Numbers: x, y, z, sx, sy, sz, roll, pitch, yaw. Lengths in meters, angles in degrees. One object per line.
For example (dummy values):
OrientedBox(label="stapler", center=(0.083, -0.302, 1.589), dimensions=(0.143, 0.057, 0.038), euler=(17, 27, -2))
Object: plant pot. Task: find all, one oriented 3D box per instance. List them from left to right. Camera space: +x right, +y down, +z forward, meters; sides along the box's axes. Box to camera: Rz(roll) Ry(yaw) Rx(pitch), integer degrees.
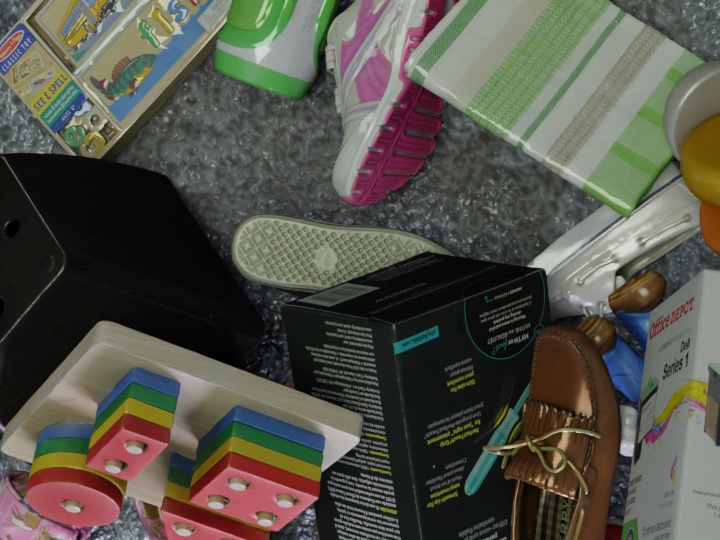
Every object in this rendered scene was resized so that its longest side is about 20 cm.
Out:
OrientedBox(label="plant pot", center=(-0.227, 0.028, 1.660), dimensions=(0.200, 0.177, 0.200), euler=(-48, 51, 13))

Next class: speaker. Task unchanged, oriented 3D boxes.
OrientedBox(label="speaker", center=(-0.045, -0.236, 1.680), dimensions=(0.088, 0.088, 0.202), euler=(21, 96, 16))

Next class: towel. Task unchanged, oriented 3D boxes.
OrientedBox(label="towel", center=(0.150, -0.139, 1.616), dimensions=(0.199, 0.031, 0.149), euler=(35, 66, 12))

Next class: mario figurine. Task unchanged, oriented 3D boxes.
OrientedBox(label="mario figurine", center=(0.247, 0.096, 1.566), dimensions=(0.123, 0.106, 0.200), euler=(-40, 95, 21))

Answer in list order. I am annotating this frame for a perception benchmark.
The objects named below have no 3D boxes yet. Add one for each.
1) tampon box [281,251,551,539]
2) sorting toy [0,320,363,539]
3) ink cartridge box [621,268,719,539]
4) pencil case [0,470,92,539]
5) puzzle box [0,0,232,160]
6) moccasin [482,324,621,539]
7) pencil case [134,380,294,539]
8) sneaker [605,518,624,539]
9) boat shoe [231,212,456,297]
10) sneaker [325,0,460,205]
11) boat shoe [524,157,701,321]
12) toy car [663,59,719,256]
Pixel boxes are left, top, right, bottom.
OrientedBox(label="tampon box", center=(0.050, 0.107, 1.581), dimensions=(0.126, 0.149, 0.202), euler=(10, 112, 50))
OrientedBox(label="sorting toy", center=(-0.132, 0.136, 1.536), dimensions=(0.199, 0.199, 0.070), euler=(21, 56, -19))
OrientedBox(label="ink cartridge box", center=(0.235, 0.113, 1.460), dimensions=(0.083, 0.145, 0.202), euler=(10, 76, -5))
OrientedBox(label="pencil case", center=(-0.290, 0.262, 1.773), dimensions=(0.082, 0.087, 0.201), euler=(26, 100, -16))
OrientedBox(label="puzzle box", center=(-0.191, -0.193, 1.761), dimensions=(0.200, 0.025, 0.133), euler=(-46, 78, 13))
OrientedBox(label="moccasin", center=(0.131, 0.138, 1.529), dimensions=(0.073, 0.077, 0.203), euler=(22, 113, 40))
OrientedBox(label="pencil case", center=(-0.080, 0.144, 1.696), dimensions=(0.199, 0.087, 0.083), euler=(-21, 123, 17))
OrientedBox(label="sneaker", center=(0.198, 0.211, 1.581), dimensions=(0.198, 0.116, 0.079), euler=(-12, 80, 6))
OrientedBox(label="boat shoe", center=(0.000, 0.000, 1.686), dimensions=(0.198, 0.062, 0.075), euler=(14, 90, 2))
OrientedBox(label="sneaker", center=(0.015, -0.149, 1.669), dimensions=(0.088, 0.081, 0.202), euler=(18, 88, 32))
OrientedBox(label="boat shoe", center=(0.174, 0.004, 1.627), dimensions=(0.200, 0.071, 0.070), euler=(-38, 77, 8))
OrientedBox(label="toy car", center=(0.321, -0.075, 1.539), dimensions=(0.199, 0.151, 0.175), euler=(-27, 38, -8))
